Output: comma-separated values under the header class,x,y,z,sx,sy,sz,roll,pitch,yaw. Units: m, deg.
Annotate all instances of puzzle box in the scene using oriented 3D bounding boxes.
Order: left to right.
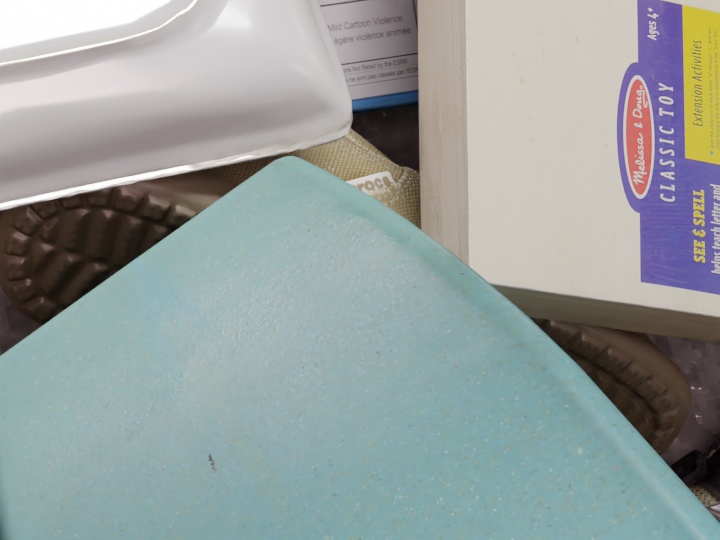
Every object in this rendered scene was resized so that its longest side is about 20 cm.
class,x,y,z,sx,sy,sz,roll,pitch,yaw
puzzle box,0.075,-0.082,0.769,0.133,0.025,0.201,9,73,-30

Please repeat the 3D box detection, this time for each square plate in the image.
class,x,y,z,sx,sy,sz,roll,pitch,yaw
square plate,-0.120,-0.105,0.724,0.197,0.028,0.201,-13,70,-15

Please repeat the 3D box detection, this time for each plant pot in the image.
class,x,y,z,sx,sy,sz,roll,pitch,yaw
plant pot,0.010,0.083,0.656,0.141,0.141,0.200,-35,52,0

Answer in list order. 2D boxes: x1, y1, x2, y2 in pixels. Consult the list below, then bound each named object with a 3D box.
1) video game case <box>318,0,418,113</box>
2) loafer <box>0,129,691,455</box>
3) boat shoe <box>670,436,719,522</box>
class,x,y,z,sx,sy,sz,roll,pitch,yaw
video game case,0.026,-0.148,0.808,0.143,0.018,0.201,-9,92,-14
loafer,0.000,0.000,0.780,0.200,0.068,0.076,24,128,-25
boat shoe,0.087,0.087,0.795,0.065,0.072,0.200,34,92,-26
